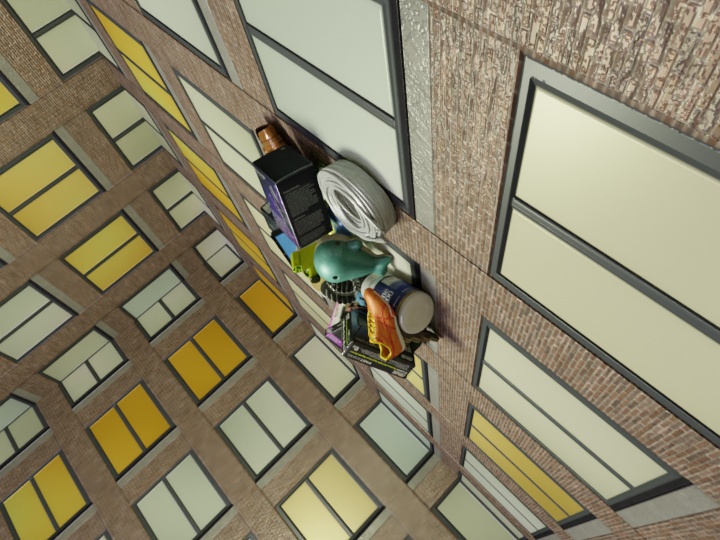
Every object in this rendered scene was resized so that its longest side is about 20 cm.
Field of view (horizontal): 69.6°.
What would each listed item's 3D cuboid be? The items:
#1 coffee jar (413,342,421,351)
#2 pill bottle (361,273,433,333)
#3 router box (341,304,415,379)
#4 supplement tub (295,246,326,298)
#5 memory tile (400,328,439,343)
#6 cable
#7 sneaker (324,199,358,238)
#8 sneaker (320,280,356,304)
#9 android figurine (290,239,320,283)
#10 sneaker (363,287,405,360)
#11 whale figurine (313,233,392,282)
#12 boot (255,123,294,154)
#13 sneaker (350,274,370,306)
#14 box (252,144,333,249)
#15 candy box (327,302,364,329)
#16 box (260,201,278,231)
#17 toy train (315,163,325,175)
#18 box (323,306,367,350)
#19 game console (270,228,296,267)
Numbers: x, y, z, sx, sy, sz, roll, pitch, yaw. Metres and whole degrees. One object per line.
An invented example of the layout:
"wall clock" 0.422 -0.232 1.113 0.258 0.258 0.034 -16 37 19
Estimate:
"coffee jar" 0.095 0.174 1.598 0.201 0.104 0.085 52 166 -13
"pill bottle" 0.089 0.077 1.354 0.199 0.111 0.111 29 156 50
"router box" 0.045 0.190 1.395 0.198 0.062 0.151 23 -148 -18
"supplement tub" -0.104 -0.017 1.602 0.144 0.144 0.201 36 161 37
"memory tile" 0.122 0.154 1.430 0.153 0.017 0.199 37 -163 34
"cable" -0.009 -0.154 1.144 0.201 0.069 0.200 54 165 -17
"sneaker" -0.033 -0.095 1.344 0.201 0.076 0.105 56 162 -25
"sneaker" -0.022 0.062 1.554 0.198 0.079 0.090 5 -179 -2
"android figurine" -0.114 -0.058 1.468 0.041 0.181 0.201 55 -164 -46
"sneaker" 0.049 0.135 1.266 0.073 0.077 0.202 17 133 61
"whale figurine" -0.022 -0.015 1.317 0.198 0.105 0.160 13 142 -7
"boot" -0.238 -0.308 1.382 0.156 0.077 0.199 53 162 -24
"sneaker" 0.000 0.000 1.489 0.073 0.081 0.202 -30 79 59
"box" -0.164 -0.181 1.271 0.148 0.104 0.201 42 157 47
"candy box" 0.002 0.178 1.648 0.199 0.138 0.061 20 180 -30
"box" -0.285 -0.152 1.962 0.200 0.051 0.158 43 165 19
"toy train" -0.110 -0.223 1.317 0.056 0.042 0.200 41 167 -11
"box" 0.010 0.184 1.525 0.199 0.036 0.143 -33 122 32
"game console" -0.183 -0.067 1.754 0.172 0.119 0.201 31 158 49
